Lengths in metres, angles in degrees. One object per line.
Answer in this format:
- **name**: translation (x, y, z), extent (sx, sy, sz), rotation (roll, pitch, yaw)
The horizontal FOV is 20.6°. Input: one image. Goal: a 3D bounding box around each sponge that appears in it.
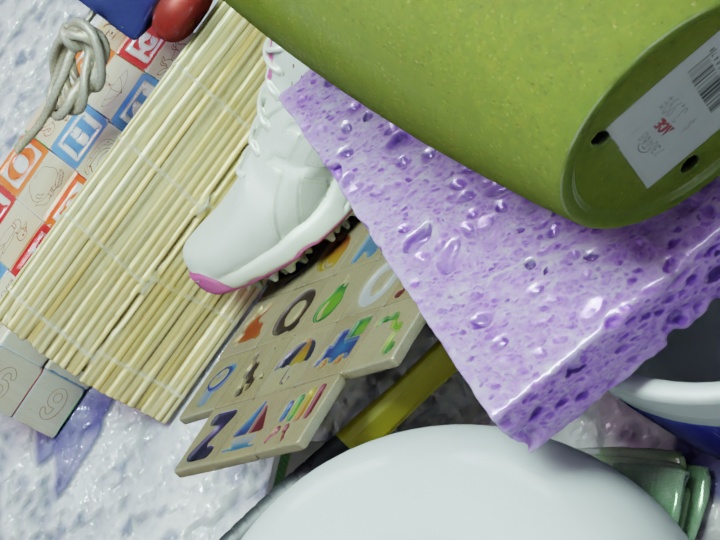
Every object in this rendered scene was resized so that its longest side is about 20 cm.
- **sponge**: translation (0.053, -0.038, 0.708), extent (0.112, 0.030, 0.200), rotation (-40, 44, 7)

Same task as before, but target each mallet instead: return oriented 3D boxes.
- **mallet**: translation (0.007, 0.070, 0.764), extent (0.200, 0.066, 0.041), rotation (-49, 23, -1)

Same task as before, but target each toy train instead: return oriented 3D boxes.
- **toy train**: translation (-0.093, -0.149, 0.911), extent (0.200, 0.085, 0.116), rotation (-54, -3, 29)

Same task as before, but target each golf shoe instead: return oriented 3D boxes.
- **golf shoe**: translation (-0.016, -0.074, 0.840), extent (0.200, 0.092, 0.075), rotation (-43, 18, 18)

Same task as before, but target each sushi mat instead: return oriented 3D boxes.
- **sushi mat**: translation (-0.070, -0.033, 0.893), extent (0.200, 0.096, 0.012), rotation (-54, 21, 1)

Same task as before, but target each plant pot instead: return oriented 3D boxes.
- **plant pot**: translation (0.045, -0.115, 0.638), extent (0.187, 0.187, 0.200), rotation (-45, 59, 11)

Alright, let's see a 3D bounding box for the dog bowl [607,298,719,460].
- **dog bowl**: translation (0.154, -0.032, 0.701), extent (0.200, 0.079, 0.200), rotation (-21, 53, 31)

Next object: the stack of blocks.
- **stack of blocks**: translation (-0.125, -0.023, 0.955), extent (0.200, 0.059, 0.115), rotation (-55, 43, 0)

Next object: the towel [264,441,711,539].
- **towel**: translation (0.030, 0.137, 0.751), extent (0.200, 0.023, 0.153), rotation (-1, 66, 39)

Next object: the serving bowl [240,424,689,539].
- **serving bowl**: translation (0.024, 0.143, 0.668), extent (0.200, 0.066, 0.200), rotation (-7, 69, 19)

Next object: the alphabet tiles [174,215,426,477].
- **alphabet tiles**: translation (0.000, 0.000, 0.803), extent (0.166, 0.006, 0.200), rotation (-21, 31, 55)
